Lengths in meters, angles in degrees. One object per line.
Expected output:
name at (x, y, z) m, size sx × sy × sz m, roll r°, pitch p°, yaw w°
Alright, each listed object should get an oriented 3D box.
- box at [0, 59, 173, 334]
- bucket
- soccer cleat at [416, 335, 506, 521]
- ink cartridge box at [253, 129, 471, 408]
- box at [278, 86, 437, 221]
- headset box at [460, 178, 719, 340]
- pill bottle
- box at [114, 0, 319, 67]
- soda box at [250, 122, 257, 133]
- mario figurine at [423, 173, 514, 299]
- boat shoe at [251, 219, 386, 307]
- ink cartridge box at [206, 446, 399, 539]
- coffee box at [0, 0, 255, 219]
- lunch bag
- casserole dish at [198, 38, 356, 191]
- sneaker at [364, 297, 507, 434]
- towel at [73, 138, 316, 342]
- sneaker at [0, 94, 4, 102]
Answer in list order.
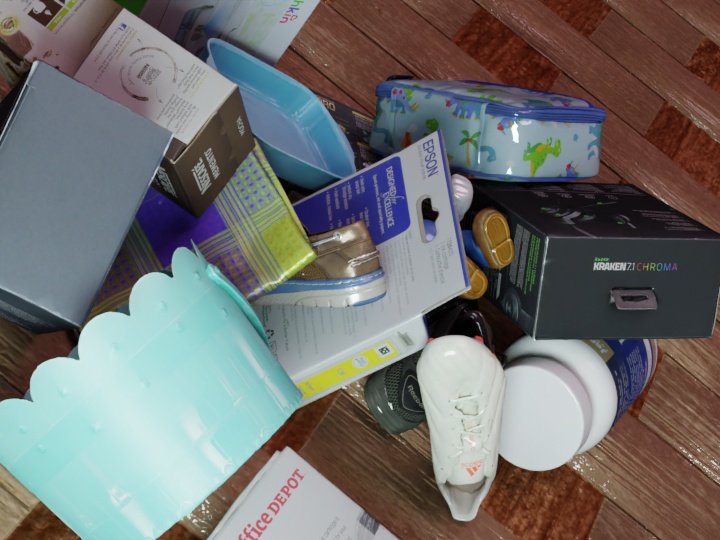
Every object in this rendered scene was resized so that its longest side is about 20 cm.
box at (-0.227, -0.045, 1.241) m, size 0.107 × 0.200 × 0.149 m, roll 27°, pitch 79°, yaw -15°
bucket at (-0.146, 0.094, 1.203) m, size 0.135 × 0.207 × 0.207 m, roll 49°, pitch 34°, yaw -3°
soccer cleat at (0.083, 0.125, 1.401) m, size 0.069 × 0.201 × 0.078 m, roll -2°, pitch 53°, yaw 7°
ink cartridge box at (0.000, 0.000, 1.449) m, size 0.047 × 0.199 × 0.198 m, roll 52°, pitch 21°, yaw -39°
box at (0.002, -0.086, 1.674) m, size 0.199 × 0.049 × 0.162 m, roll 22°, pitch 39°, yaw -24°
headset box at (0.199, -0.010, 1.535) m, size 0.173 × 0.094 × 0.200 m, roll 0°, pitch 17°, yaw -20°
pill bottle at (0.184, 0.097, 1.562) m, size 0.116 × 0.116 × 0.200 m, roll 43°, pitch 30°, yaw 7°
box at (-0.148, -0.243, 1.581) m, size 0.176 × 0.200 × 0.097 m, roll 4°, pitch 48°, yaw -41°
soda box at (-0.177, -0.138, 1.512) m, size 0.199 × 0.071 × 0.064 m, roll 27°, pitch 31°, yaw -40°
mario figurine at (0.031, -0.026, 1.520) m, size 0.123 × 0.199 × 0.107 m, roll -8°, pitch 96°, yaw -39°
boat shoe at (-0.070, -0.012, 1.408) m, size 0.072 × 0.199 × 0.073 m, roll -25°, pitch 111°, yaw -60°
ink cartridge box at (-0.025, 0.243, 1.241) m, size 0.200 × 0.083 × 0.145 m, roll 39°, pitch 34°, yaw 1°
coffee box at (-0.185, -0.140, 1.343) m, size 0.199 × 0.113 × 0.080 m, roll 34°, pitch 75°, yaw 16°
lunch bag at (0.119, -0.132, 1.646) m, size 0.160 × 0.083 × 0.199 m, roll -2°, pitch 12°, yaw -45°
casserole dish at (-0.078, -0.128, 1.534) m, size 0.200 × 0.039 × 0.122 m, roll 23°, pitch 35°, yaw -53°
sneaker at (0.085, 0.059, 1.520) m, size 0.076 × 0.114 × 0.200 m, roll 56°, pitch 32°, yaw -10°
towel at (-0.145, -0.011, 1.363) m, size 0.144 × 0.199 × 0.023 m, roll 61°, pitch -1°, yaw 31°
sneaker at (-0.255, -0.091, 1.436) m, size 0.199 × 0.072 × 0.073 m, roll 16°, pitch 67°, yaw -36°
